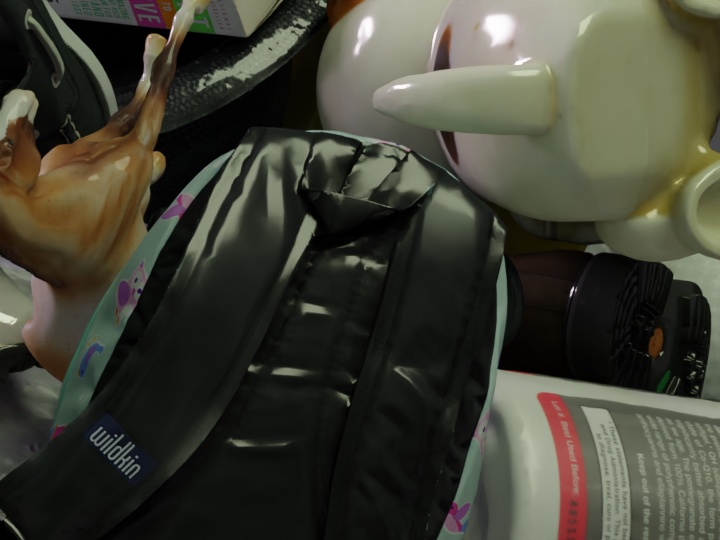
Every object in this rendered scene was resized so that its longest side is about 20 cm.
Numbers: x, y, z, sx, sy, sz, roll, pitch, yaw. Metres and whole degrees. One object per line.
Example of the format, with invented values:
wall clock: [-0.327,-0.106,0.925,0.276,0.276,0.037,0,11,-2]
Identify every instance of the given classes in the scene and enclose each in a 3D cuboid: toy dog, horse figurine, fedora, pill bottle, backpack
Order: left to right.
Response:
horse figurine: [-0.092,-0.012,0.939,0.050,0.200,0.133,19,53,11]
fedora: [-0.087,-0.086,1.121,0.200,0.092,0.201,-9,37,7]
backpack: [-0.033,0.049,0.860,0.167,0.200,0.127,22,-7,-14]
toy dog: [0.064,-0.063,1.005,0.194,0.140,0.200,-20,15,-30]
pill bottle: [0.116,0.102,0.985,0.200,0.111,0.111,9,33,-27]

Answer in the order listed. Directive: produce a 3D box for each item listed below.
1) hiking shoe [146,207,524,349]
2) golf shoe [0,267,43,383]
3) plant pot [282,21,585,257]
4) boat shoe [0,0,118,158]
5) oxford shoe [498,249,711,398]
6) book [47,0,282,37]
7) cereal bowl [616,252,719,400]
hiking shoe: [0.000,0.000,1.025,0.087,0.075,0.200,3,4,-43]
golf shoe: [-0.192,-0.037,0.984,0.200,0.095,0.078,37,29,15]
plant pot: [0.057,-0.100,1.192,0.200,0.200,0.177,22,33,-8]
boat shoe: [-0.141,-0.079,0.930,0.075,0.200,0.060,-5,44,18]
oxford shoe: [0.097,0.030,1.082,0.084,0.073,0.200,10,-15,24]
book: [-0.106,-0.161,1.107,0.200,0.048,0.134,10,49,29]
cereal bowl: [0.221,0.020,1.240,0.200,0.083,0.200,21,28,-12]
